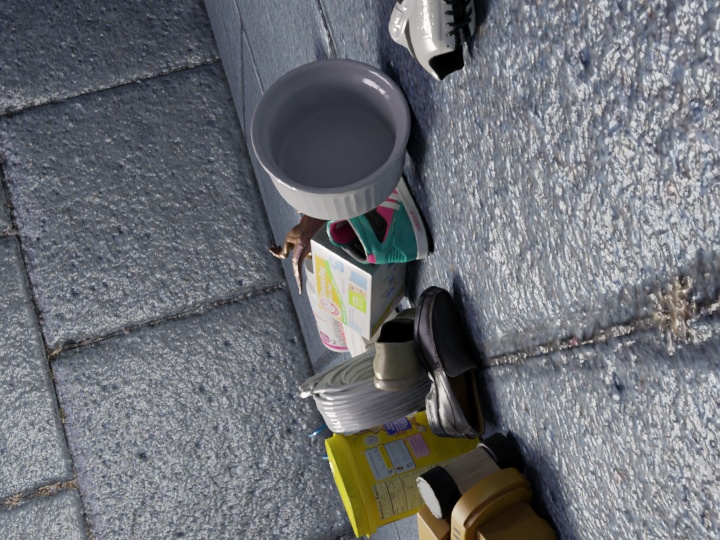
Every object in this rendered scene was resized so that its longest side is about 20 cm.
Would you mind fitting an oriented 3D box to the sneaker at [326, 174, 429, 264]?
[{"bbox_3d":[0.007,-0.083,1.160,0.084,0.120,0.200,88,164,-50],"label":"sneaker"}]

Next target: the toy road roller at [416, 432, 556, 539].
[{"bbox_3d":[0.153,0.311,0.999,0.146,0.123,0.201,49,155,41],"label":"toy road roller"}]

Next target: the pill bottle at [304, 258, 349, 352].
[{"bbox_3d":[-0.042,0.053,1.629,0.114,0.113,0.201,-118,12,-50],"label":"pill bottle"}]

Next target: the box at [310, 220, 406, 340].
[{"bbox_3d":[0.000,0.000,1.271,0.112,0.101,0.200,31,153,18],"label":"box"}]

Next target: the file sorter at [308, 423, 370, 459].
[{"bbox_3d":[0.013,0.330,1.443,0.200,0.122,0.139,57,167,6],"label":"file sorter"}]

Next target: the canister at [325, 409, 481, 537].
[{"bbox_3d":[0.067,0.271,1.163,0.149,0.199,0.087,-119,16,-53],"label":"canister"}]

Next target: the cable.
[{"bbox_3d":[0.031,0.165,1.209,0.200,0.199,0.070,-4,109,58],"label":"cable"}]

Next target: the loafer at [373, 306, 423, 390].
[{"bbox_3d":[0.065,0.090,1.124,0.200,0.075,0.069,-59,-33,-65],"label":"loafer"}]

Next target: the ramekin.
[{"bbox_3d":[-0.033,-0.162,1.070,0.098,0.200,0.201,78,172,-65],"label":"ramekin"}]

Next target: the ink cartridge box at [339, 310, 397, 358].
[{"bbox_3d":[0.022,0.113,1.492,0.200,0.083,0.147,-118,15,-49],"label":"ink cartridge box"}]

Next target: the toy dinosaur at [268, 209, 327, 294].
[{"bbox_3d":[-0.067,-0.070,1.279,0.135,0.086,0.201,-13,52,62],"label":"toy dinosaur"}]

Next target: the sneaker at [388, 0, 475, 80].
[{"bbox_3d":[0.077,-0.245,0.732,0.080,0.074,0.200,56,170,15],"label":"sneaker"}]

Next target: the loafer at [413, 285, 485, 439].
[{"bbox_3d":[0.120,0.117,1.060,0.072,0.073,0.201,-1,105,50],"label":"loafer"}]
